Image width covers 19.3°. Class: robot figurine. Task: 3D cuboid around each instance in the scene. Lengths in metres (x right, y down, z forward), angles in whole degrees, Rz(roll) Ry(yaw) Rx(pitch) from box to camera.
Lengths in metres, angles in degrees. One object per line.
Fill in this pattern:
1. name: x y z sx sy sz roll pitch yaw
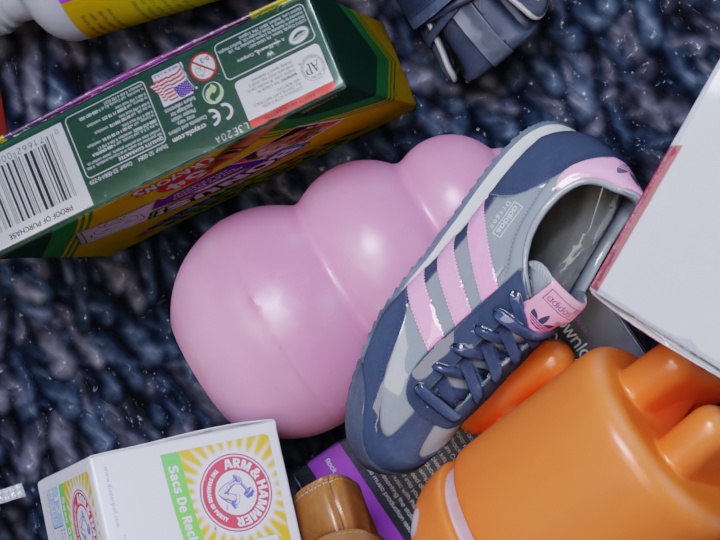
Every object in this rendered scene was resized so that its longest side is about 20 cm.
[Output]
1. robot figurine: 0.107 0.119 1.054 0.200 0.117 0.144 -40 97 22

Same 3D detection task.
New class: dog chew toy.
1. dog chew toy: 0.000 0.000 1.116 0.199 0.125 0.125 -33 86 3

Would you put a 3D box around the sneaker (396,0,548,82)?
1. sneaker: 0.024 -0.163 1.059 0.077 0.202 0.147 -31 90 26

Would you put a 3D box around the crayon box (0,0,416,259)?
1. crayon box: -0.084 -0.070 1.098 0.199 0.172 0.059 -25 85 12

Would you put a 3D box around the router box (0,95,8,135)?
1. router box: -0.310 -0.117 1.207 0.198 0.049 0.181 -12 91 13

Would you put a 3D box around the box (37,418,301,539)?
1. box: -0.085 0.186 1.075 0.100 0.112 0.202 -10 81 -24

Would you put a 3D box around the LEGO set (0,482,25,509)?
1. LEGO set: -0.262 0.072 1.151 0.152 0.116 0.202 -7 84 -18

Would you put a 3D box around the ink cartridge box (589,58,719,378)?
1. ink cartridge box: 0.191 -0.033 1.028 0.082 0.200 0.147 31 98 11

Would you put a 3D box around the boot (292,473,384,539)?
1. boot: 0.000 0.203 1.112 0.076 0.200 0.156 -22 69 -9

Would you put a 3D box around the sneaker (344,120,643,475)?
1. sneaker: 0.065 0.021 1.042 0.070 0.082 0.201 30 91 -33

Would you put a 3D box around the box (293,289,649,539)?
1. box: 0.084 0.111 1.143 0.199 0.036 0.144 -35 86 13

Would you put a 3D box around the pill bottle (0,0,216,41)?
1. pill bottle: -0.124 -0.185 1.136 0.198 0.104 0.105 -15 90 12
